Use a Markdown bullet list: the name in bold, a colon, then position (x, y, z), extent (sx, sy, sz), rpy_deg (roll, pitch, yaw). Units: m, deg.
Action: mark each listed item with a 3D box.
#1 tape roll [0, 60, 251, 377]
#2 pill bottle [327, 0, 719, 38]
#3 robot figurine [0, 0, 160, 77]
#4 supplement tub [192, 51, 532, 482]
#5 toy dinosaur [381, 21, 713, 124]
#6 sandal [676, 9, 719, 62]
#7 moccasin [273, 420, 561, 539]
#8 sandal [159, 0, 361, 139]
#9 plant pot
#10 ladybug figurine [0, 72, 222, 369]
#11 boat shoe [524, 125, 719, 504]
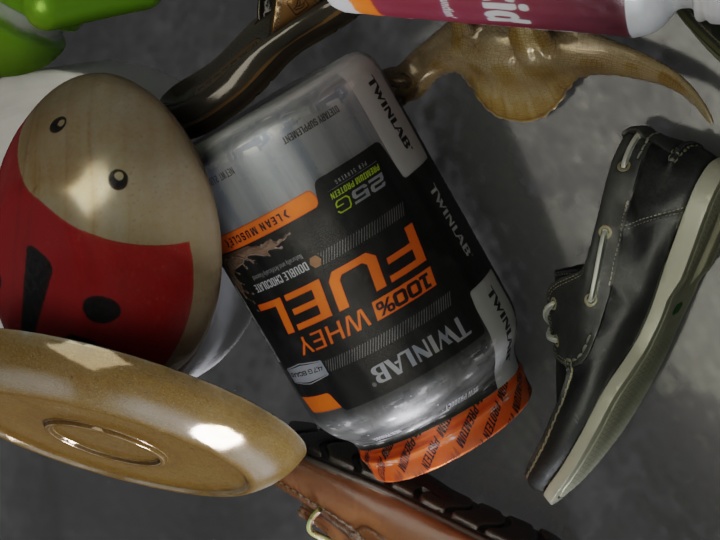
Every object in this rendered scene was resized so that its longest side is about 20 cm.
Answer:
- **tape roll**: position (-0.156, -0.017, 0.982), extent (0.202, 0.071, 0.203), rpy_deg (4, 102, 20)
- **pill bottle**: position (0.086, -0.163, 0.762), extent (0.200, 0.114, 0.114), rpy_deg (7, 103, 16)
- **robot figurine**: position (-0.178, -0.189, 0.907), extent (0.200, 0.116, 0.175), rpy_deg (-54, 52, 11)
- **supplement tub**: position (0.000, 0.000, 0.888), extent (0.122, 0.123, 0.200), rpy_deg (-27, 100, 23)
- **toy dinosaur**: position (0.089, -0.123, 0.886), extent (0.200, 0.058, 0.101), rpy_deg (3, 116, 28)
- **sandal**: position (0.218, -0.091, 0.830), extent (0.080, 0.057, 0.201), rpy_deg (-36, 92, -3)
- **moccasin**: position (0.017, 0.144, 0.946), extent (0.201, 0.074, 0.078), rpy_deg (25, 105, 14)
- **sandal**: position (-0.033, -0.145, 0.879), extent (0.200, 0.082, 0.055), rpy_deg (-38, 106, 7)
- **plant pot**: position (-0.127, 0.078, 0.878), extent (0.200, 0.200, 0.028), rpy_deg (9, 69, 19)
- **ladybug figurine**: position (-0.137, -0.007, 0.865), extent (0.136, 0.072, 0.200), rpy_deg (37, 139, 20)
- **boat shoe**: position (0.127, 0.024, 0.884), extent (0.068, 0.072, 0.200), rpy_deg (27, 105, 21)
